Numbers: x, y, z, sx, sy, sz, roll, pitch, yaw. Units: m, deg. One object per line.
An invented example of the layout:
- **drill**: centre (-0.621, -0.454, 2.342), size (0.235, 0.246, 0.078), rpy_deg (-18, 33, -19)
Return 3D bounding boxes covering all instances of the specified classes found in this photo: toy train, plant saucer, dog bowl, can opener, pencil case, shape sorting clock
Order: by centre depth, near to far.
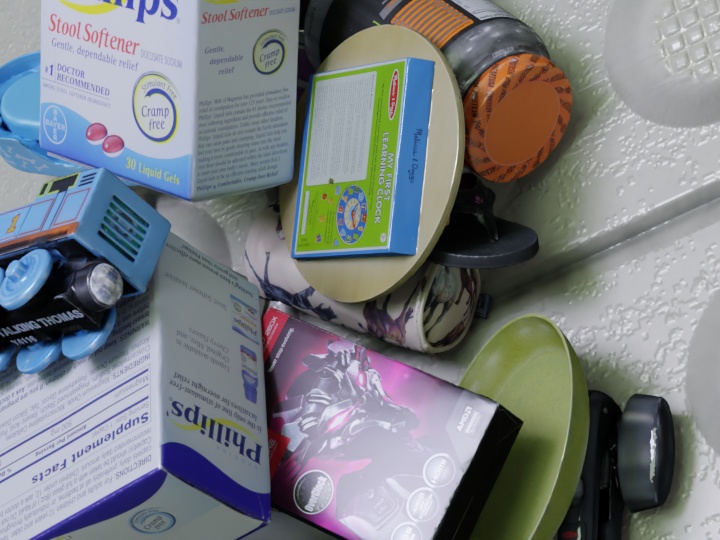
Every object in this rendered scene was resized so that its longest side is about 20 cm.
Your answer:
- **can opener**: centre (0.154, 0.175, 1.452), size (0.079, 0.063, 0.200), rpy_deg (-7, 66, 50)
- **toy train**: centre (-0.220, 0.005, 1.468), size (0.200, 0.087, 0.114), rpy_deg (-14, 44, 43)
- **plant saucer**: centre (0.102, 0.128, 1.488), size (0.200, 0.031, 0.200), rpy_deg (-51, 29, 43)
- **shape sorting clock**: centre (0.007, -0.075, 1.568), size (0.200, 0.039, 0.200), rpy_deg (-20, 66, 52)
- **pencil case**: centre (0.000, 0.000, 1.638), size (0.200, 0.078, 0.089), rpy_deg (17, 61, 40)
- **dog bowl**: centre (-0.222, -0.124, 1.827), size (0.200, 0.050, 0.112), rpy_deg (8, 49, 22)

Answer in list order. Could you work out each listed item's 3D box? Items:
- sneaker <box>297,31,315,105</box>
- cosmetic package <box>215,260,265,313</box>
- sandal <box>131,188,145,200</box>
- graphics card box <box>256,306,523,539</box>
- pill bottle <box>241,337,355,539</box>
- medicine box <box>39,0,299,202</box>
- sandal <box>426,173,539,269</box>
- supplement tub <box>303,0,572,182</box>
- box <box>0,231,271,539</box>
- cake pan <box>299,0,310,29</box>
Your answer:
- **sneaker**: centre (-0.127, -0.136, 1.740), size (0.200, 0.073, 0.114), rpy_deg (1, 62, -1)
- **cosmetic package**: centre (-0.149, 0.090, 1.693), size (0.071, 0.105, 0.200), rpy_deg (1, 70, 40)
- **sandal**: centre (-0.214, 0.030, 1.785), size (0.070, 0.078, 0.212), rpy_deg (8, 70, 45)
- **graphics card box**: centre (-0.005, 0.116, 1.478), size (0.200, 0.051, 0.126), rpy_deg (23, 81, 31)
- **pill bottle**: centre (-0.055, 0.150, 1.587), size (0.116, 0.116, 0.200), rpy_deg (-6, 67, 35)
- **medicine box**: centre (-0.142, -0.171, 1.614), size (0.182, 0.103, 0.200), rpy_deg (19, 114, 42)
- **sandal**: centre (0.052, -0.047, 1.575), size (0.200, 0.075, 0.048), rpy_deg (30, 133, 52)
- **supplement tub**: centre (0.058, -0.152, 1.633), size (0.123, 0.123, 0.200), rpy_deg (-53, 49, 5)
- **box**: centre (-0.164, 0.105, 1.485), size (0.184, 0.105, 0.200), rpy_deg (-30, 45, 29)
- **cake pan**: centre (-0.021, -0.255, 1.686), size (0.200, 0.200, 0.037), rpy_deg (-37, 62, 18)
